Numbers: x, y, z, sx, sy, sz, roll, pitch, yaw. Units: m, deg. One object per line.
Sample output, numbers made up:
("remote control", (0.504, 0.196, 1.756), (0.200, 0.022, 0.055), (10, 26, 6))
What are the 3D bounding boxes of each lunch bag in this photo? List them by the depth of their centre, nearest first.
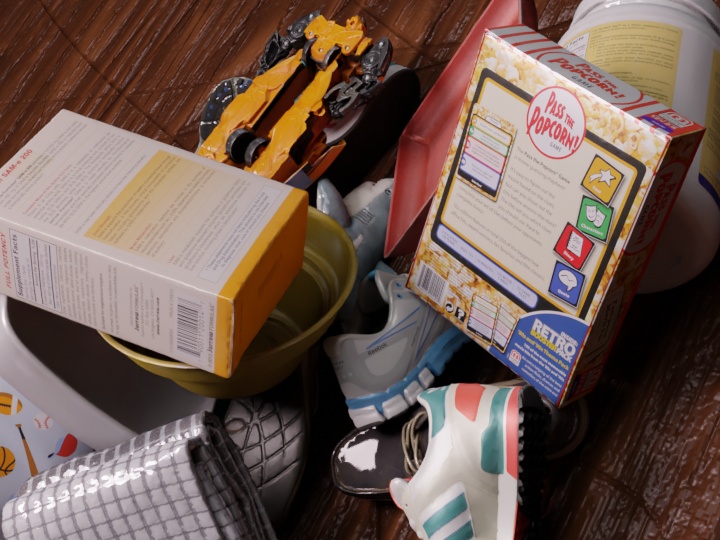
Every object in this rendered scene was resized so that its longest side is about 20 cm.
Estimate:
("lunch bag", (-0.278, 0.140, 0.979), (0.169, 0.200, 0.125), (-34, 43, 8))

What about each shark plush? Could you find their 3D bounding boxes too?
("shark plush", (0.000, 0.000, 0.994), (0.082, 0.092, 0.202), (3, 46, 0))

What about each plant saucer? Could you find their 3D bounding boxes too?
("plant saucer", (0.090, -0.126, 0.967), (0.200, 0.036, 0.201), (-54, 17, 34))

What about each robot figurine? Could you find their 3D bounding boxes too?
("robot figurine", (-0.056, -0.143, 1.042), (0.144, 0.058, 0.201), (30, 75, 38))

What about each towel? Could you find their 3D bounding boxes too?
("towel", (-0.138, 0.215, 0.833), (0.163, 0.202, 0.086), (-20, 14, 14))

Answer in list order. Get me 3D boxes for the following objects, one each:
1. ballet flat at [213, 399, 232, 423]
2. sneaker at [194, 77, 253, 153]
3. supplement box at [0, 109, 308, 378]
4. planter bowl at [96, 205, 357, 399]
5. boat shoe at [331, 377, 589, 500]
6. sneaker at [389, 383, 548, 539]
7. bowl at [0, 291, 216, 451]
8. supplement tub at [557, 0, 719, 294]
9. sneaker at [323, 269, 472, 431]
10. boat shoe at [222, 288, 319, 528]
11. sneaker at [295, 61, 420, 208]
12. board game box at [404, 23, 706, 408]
("ballet flat", (-0.114, 0.073, 1.026), (0.070, 0.067, 0.202), (-21, 41, 55))
("sneaker", (-0.137, -0.098, 1.159), (0.201, 0.077, 0.085), (-56, -4, 19))
("supplement box", (-0.149, -0.022, 0.799), (0.197, 0.074, 0.127), (19, 43, 12))
("planter bowl", (-0.096, 0.035, 0.875), (0.197, 0.084, 0.202), (-4, 37, 3))
("boat shoe", (0.061, 0.115, 0.832), (0.198, 0.073, 0.076), (-21, 73, 21))
("sneaker", (0.064, 0.171, 0.759), (0.092, 0.070, 0.204), (5, 88, 26))
("bowl", (-0.200, 0.045, 0.907), (0.074, 0.200, 0.201), (-29, 32, 29))
("supplement tub", (0.202, -0.102, 0.869), (0.143, 0.146, 0.202), (-5, 53, 32))
("sneaker", (0.044, 0.026, 0.882), (0.074, 0.087, 0.200), (-20, 17, 46))
("boat shoe", (-0.063, 0.105, 0.947), (0.074, 0.074, 0.203), (0, 72, 19))
("sneaker", (-0.048, -0.137, 1.121), (0.200, 0.084, 0.120), (-45, 47, -15))
("board game box", (0.119, -0.036, 0.773), (0.046, 0.202, 0.151), (-17, 45, -43))
